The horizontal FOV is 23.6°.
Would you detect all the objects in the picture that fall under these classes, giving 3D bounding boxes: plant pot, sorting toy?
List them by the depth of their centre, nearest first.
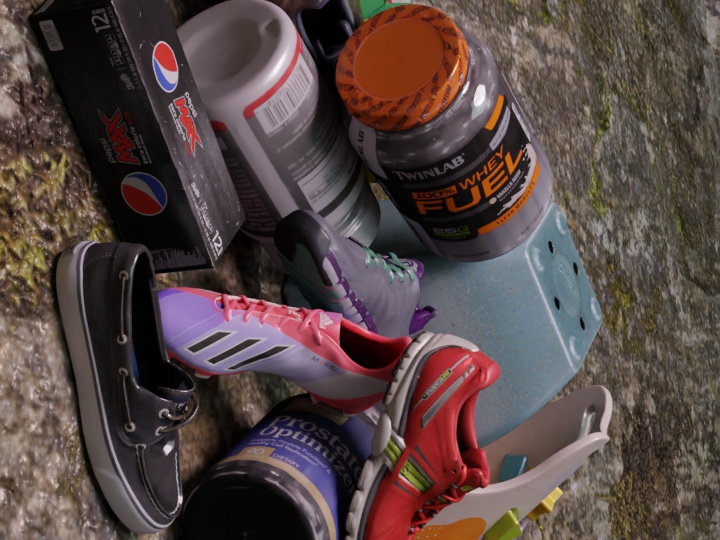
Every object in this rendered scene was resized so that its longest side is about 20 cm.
[{"bbox_3d":[0.087,0.037,1.455,0.197,0.199,0.196,66,27,-14],"label":"plant pot"},{"bbox_3d":[0.135,0.167,1.460,0.107,0.180,0.200,52,19,-6],"label":"sorting toy"}]

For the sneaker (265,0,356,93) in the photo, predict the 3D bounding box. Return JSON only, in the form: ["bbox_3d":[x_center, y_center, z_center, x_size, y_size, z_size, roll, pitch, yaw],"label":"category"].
[{"bbox_3d":[-0.043,-0.174,1.308,0.074,0.081,0.200,-38,155,-15],"label":"sneaker"}]

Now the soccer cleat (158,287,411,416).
[{"bbox_3d":[-0.058,0.045,1.212,0.199,0.076,0.067,22,40,-26],"label":"soccer cleat"}]

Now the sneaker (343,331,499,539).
[{"bbox_3d":[0.046,0.145,1.197,0.077,0.085,0.201,-14,120,-71],"label":"sneaker"}]

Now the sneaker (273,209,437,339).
[{"bbox_3d":[0.000,0.000,1.283,0.087,0.074,0.200,-41,147,-12],"label":"sneaker"}]

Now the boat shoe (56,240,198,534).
[{"bbox_3d":[-0.139,0.075,1.114,0.070,0.066,0.201,-32,113,-65],"label":"boat shoe"}]

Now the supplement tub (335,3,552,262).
[{"bbox_3d":[0.061,-0.102,1.286,0.200,0.122,0.123,51,39,-54],"label":"supplement tub"}]

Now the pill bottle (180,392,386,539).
[{"bbox_3d":[-0.043,0.157,1.263,0.200,0.111,0.112,-42,123,-63],"label":"pill bottle"}]

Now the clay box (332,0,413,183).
[{"bbox_3d":[0.004,-0.160,1.384,0.201,0.047,0.115,98,-14,-49],"label":"clay box"}]

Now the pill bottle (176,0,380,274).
[{"bbox_3d":[-0.065,-0.093,1.279,0.200,0.113,0.114,60,32,-45],"label":"pill bottle"}]

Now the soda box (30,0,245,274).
[{"bbox_3d":[-0.145,-0.099,1.153,0.071,0.063,0.201,-63,140,-54],"label":"soda box"}]
